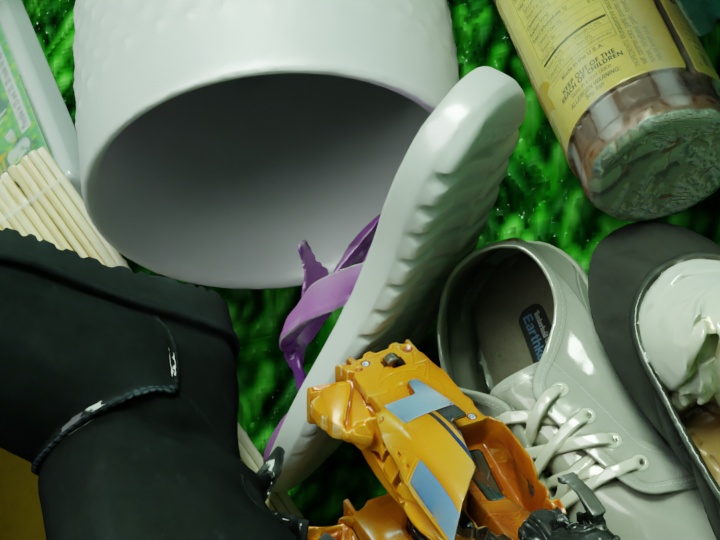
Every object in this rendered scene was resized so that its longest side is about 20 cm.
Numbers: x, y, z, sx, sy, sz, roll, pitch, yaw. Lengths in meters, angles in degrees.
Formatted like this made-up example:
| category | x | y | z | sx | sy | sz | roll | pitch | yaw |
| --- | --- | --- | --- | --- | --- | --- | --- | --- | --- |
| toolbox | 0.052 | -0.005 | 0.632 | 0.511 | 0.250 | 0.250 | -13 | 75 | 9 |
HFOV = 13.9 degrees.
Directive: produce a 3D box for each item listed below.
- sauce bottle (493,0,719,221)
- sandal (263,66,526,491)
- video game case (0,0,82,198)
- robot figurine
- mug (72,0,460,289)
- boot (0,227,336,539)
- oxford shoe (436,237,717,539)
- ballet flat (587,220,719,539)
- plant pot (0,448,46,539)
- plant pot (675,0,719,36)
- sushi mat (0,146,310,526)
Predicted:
| category | x | y | z | sx | sy | sz | roll | pitch | yaw |
| --- | --- | --- | --- | --- | --- | --- | --- | --- | --- |
| sauce bottle | 0.083 | -0.107 | 1.117 | 0.065 | 0.065 | 0.200 | -37 | 47 | 20 |
| sandal | 0.004 | -0.002 | 1.101 | 0.050 | 0.082 | 0.203 | 38 | 126 | 14 |
| video game case | -0.202 | -0.032 | 1.298 | 0.182 | 0.022 | 0.200 | -46 | 39 | 15 |
| robot figurine | 0.047 | 0.123 | 1.032 | 0.200 | 0.058 | 0.145 | 50 | 150 | 44 |
| mug | -0.050 | -0.091 | 1.174 | 0.200 | 0.147 | 0.176 | 127 | 144 | -49 |
| boot | -0.101 | 0.074 | 1.035 | 0.073 | 0.198 | 0.163 | -43 | 50 | 36 |
| oxford shoe | 0.079 | 0.069 | 1.065 | 0.075 | 0.058 | 0.200 | -36 | 58 | 19 |
| ballet flat | 0.139 | 0.050 | 1.016 | 0.068 | 0.068 | 0.200 | -19 | 60 | -14 |
| plant pot | -0.149 | 0.144 | 1.101 | 0.142 | 0.200 | 0.200 | -47 | 50 | 40 |
| plant pot | 0.155 | -0.214 | 1.032 | 0.188 | 0.200 | 0.200 | -27 | 59 | 9 |
| sushi mat | -0.105 | 0.057 | 1.170 | 0.096 | 0.012 | 0.200 | -37 | 84 | 13 |
